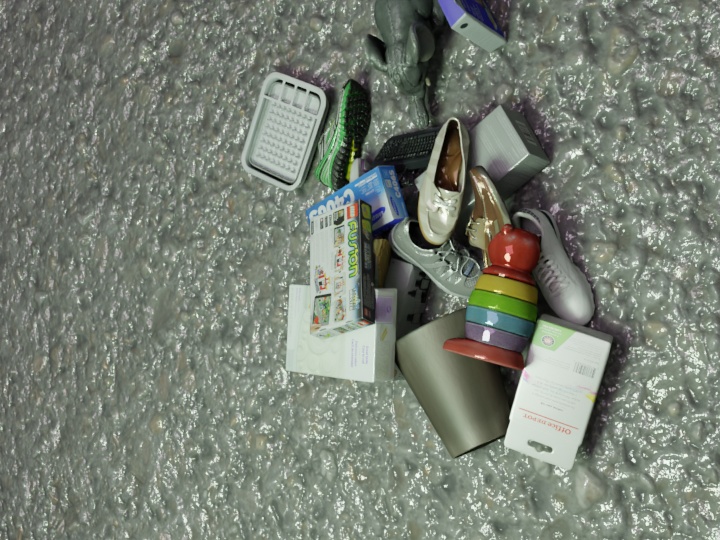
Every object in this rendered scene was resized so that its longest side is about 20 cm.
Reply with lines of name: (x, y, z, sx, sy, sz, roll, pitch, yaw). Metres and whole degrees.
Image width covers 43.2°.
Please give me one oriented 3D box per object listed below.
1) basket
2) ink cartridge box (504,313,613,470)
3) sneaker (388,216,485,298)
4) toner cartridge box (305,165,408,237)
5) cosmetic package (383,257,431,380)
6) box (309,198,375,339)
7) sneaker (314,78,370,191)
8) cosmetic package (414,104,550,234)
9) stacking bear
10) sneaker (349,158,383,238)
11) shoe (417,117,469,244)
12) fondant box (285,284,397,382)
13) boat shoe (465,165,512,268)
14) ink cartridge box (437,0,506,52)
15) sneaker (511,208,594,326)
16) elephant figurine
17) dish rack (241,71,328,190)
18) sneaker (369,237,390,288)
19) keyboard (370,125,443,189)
basket: (0.157, 0.185, 1.458, 0.178, 0.136, 0.204, -26, 74, 16)
ink cartridge box: (0.297, 0.182, 1.371, 0.115, 0.067, 0.205, 18, 100, 15)
sneaker: (0.137, -0.019, 1.475, 0.197, 0.082, 0.076, 27, 71, 0)
toner cartridge box: (-0.009, -0.097, 1.566, 0.198, 0.043, 0.097, -27, 76, 43)
cosmetic package: (0.066, 0.086, 1.560, 0.050, 0.082, 0.205, 18, 97, 35)
box: (-0.031, -0.002, 1.446, 0.108, 0.034, 0.205, -18, 62, 34)
sneaker: (-0.042, -0.252, 1.671, 0.084, 0.077, 0.205, 19, 97, 35)
cosmetic package: (0.196, -0.161, 1.488, 0.199, 0.089, 0.108, -40, 64, 29)
stacking bear: (0.214, 0.036, 1.353, 0.113, 0.119, 0.205, 7, 82, 66)
sneaker: (-0.011, -0.099, 1.636, 0.098, 0.074, 0.205, -7, 82, 34)
shoe: (0.131, -0.143, 1.431, 0.068, 0.053, 0.205, 9, 82, 2)
fondant box: (-0.033, 0.099, 1.492, 0.197, 0.058, 0.148, 2, 89, 40)
boat shoe: (0.200, -0.062, 1.417, 0.070, 0.076, 0.204, -19, 107, 5)
ink cartridge box: (0.145, -0.469, 1.482, 0.043, 0.199, 0.201, -32, 68, 25)
sneaker: (0.291, -0.003, 1.407, 0.076, 0.080, 0.203, -34, 72, 24)
elephant figurine: (0.076, -0.372, 1.536, 0.142, 0.152, 0.204, 132, 150, -60)
dish rack: (-0.141, -0.268, 1.765, 0.170, 0.043, 0.204, 26, 101, 34)
sneaker: (0.000, 0.000, 1.536, 0.088, 0.201, 0.076, 16, 64, 7)
keyboard: (0.080, -0.188, 1.550, 0.198, 0.020, 0.129, -2, 60, 56)
